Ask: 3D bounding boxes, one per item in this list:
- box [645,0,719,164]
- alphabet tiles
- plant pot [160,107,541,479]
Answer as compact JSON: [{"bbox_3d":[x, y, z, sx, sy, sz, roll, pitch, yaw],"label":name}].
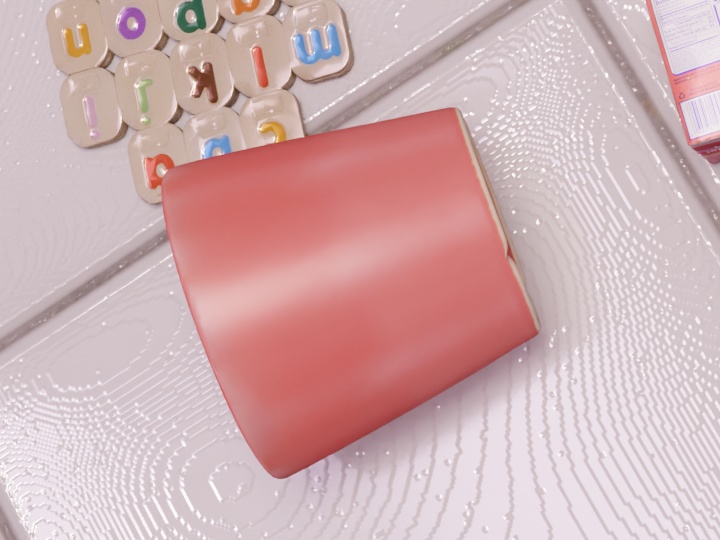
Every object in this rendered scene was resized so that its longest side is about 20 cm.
[{"bbox_3d":[0.272,-0.141,1.243,0.199,0.095,0.103,-19,81,15],"label":"box"},{"bbox_3d":[-0.105,-0.149,1.406,0.199,0.015,0.196,-15,81,16],"label":"alphabet tiles"},{"bbox_3d":[0.000,0.000,1.280,0.177,0.200,0.201,-21,80,5],"label":"plant pot"}]
